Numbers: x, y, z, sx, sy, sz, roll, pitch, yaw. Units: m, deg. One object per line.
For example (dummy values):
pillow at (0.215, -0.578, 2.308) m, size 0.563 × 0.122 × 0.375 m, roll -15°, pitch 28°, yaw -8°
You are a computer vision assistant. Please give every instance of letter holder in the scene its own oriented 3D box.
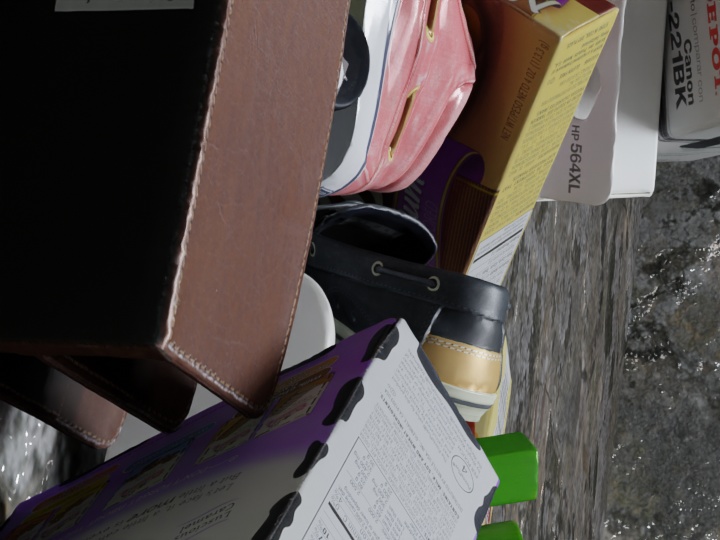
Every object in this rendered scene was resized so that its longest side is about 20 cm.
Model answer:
letter holder at (-0.059, -0.049, 0.724) m, size 0.142 × 0.100 × 0.202 m, roll 41°, pitch 54°, yaw -59°

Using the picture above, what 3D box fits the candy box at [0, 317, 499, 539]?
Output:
candy box at (-0.061, 0.114, 0.659) m, size 0.072 × 0.167 × 0.200 m, roll 57°, pitch 25°, yaw -12°

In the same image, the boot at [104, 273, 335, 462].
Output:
boot at (-0.067, 0.098, 0.847) m, size 0.201 × 0.072 × 0.090 m, roll -62°, pitch 167°, yaw -15°

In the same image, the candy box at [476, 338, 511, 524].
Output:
candy box at (0.008, 0.125, 1.127) m, size 0.055 × 0.114 × 0.201 m, roll 75°, pitch 23°, yaw -55°

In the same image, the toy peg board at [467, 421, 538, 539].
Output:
toy peg board at (0.004, 0.128, 0.952) m, size 0.199 × 0.097 × 0.202 m, roll -134°, pitch -139°, yaw -64°

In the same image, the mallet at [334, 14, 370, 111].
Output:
mallet at (-0.033, -0.155, 0.832) m, size 0.041 × 0.065 × 0.202 m, roll 9°, pitch 75°, yaw -49°

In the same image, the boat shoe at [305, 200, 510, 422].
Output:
boat shoe at (0.000, 0.000, 0.930) m, size 0.074 × 0.200 × 0.063 m, roll 14°, pitch 101°, yaw -35°

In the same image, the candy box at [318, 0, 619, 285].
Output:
candy box at (0.025, -0.060, 0.985) m, size 0.056 × 0.116 × 0.201 m, roll -31°, pitch 150°, yaw -49°

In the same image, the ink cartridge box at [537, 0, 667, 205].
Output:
ink cartridge box at (0.067, -0.112, 1.101) m, size 0.200 × 0.124 × 0.130 m, roll -143°, pitch -128°, yaw -67°

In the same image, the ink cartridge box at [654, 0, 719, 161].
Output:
ink cartridge box at (0.176, -0.136, 1.097) m, size 0.200 × 0.083 × 0.146 m, roll 169°, pitch -83°, yaw -70°

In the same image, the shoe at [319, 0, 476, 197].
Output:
shoe at (0.008, -0.128, 0.880) m, size 0.091 × 0.071 × 0.202 m, roll -1°, pitch 103°, yaw -64°
